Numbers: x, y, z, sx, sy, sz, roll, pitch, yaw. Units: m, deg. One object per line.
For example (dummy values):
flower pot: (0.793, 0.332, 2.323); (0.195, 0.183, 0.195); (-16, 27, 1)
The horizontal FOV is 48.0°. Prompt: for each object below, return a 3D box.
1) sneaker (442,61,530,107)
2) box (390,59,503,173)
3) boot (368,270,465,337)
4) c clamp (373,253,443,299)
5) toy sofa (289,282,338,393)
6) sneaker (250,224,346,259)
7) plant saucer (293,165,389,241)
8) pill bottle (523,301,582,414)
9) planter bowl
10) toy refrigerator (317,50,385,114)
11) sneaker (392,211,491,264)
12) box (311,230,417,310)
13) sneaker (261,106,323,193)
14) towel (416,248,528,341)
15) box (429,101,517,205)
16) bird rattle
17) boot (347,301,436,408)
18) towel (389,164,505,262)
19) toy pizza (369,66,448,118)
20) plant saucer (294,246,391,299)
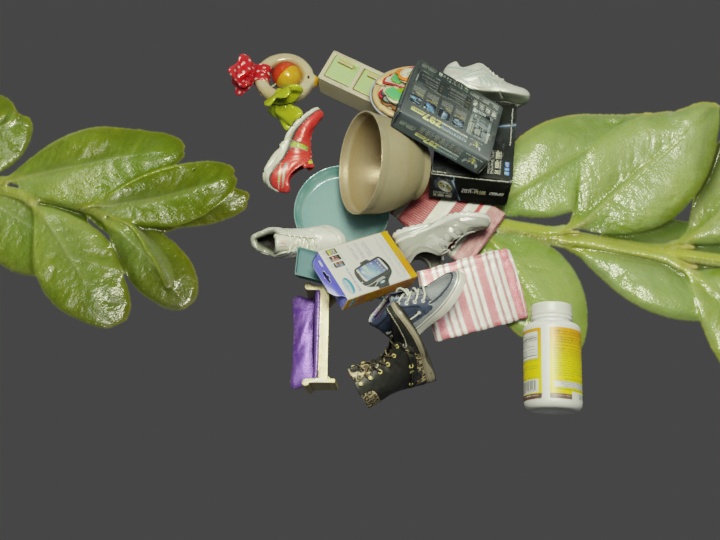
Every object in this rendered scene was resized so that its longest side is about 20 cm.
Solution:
sneaker: (0.269, -0.404, 1.737); (0.198, 0.071, 0.081); (14, 70, 7)
box: (0.170, -0.298, 1.564); (0.198, 0.051, 0.159); (26, 53, -9)
boot: (0.105, 0.059, 1.535); (0.090, 0.073, 0.200); (32, 116, -22)
c clamp: (0.091, 0.026, 1.627); (0.198, 0.027, 0.173); (7, 73, 4)
toy sofa: (-0.091, 0.132, 1.571); (0.096, 0.083, 0.202); (0, 72, 2)
sneaker: (-0.128, -0.050, 1.602); (0.198, 0.099, 0.079); (-2, 93, 18)
plant saucer: (-0.039, -0.121, 1.680); (0.198, 0.027, 0.202); (0, 72, 1)
pill bottle: (0.362, 0.165, 1.529); (0.108, 0.109, 0.202); (3, 72, 3)
planter bowl: (0.056, -0.205, 1.605); (0.133, 0.200, 0.203); (4, 70, -26)
toy refrigerator: (0.013, -0.390, 1.742); (0.199, 0.070, 0.076); (28, 75, 11)
sneaker: (0.168, -0.062, 1.618); (0.198, 0.075, 0.083); (-16, 81, 11)
box: (0.000, 0.000, 1.560); (0.199, 0.042, 0.120); (-18, 63, -33)
sneaker: (-0.128, -0.250, 1.710); (0.084, 0.077, 0.201); (32, 83, 0)
towel: (0.222, 0.048, 1.603); (0.198, 0.030, 0.148); (-14, 82, -5)
box: (0.232, -0.248, 1.663); (0.162, 0.086, 0.202); (8, 63, 5)
bird rattle: (-0.183, -0.408, 1.762); (0.163, 0.113, 0.200); (-37, 61, -21)
boot: (0.047, 0.164, 1.514); (0.149, 0.201, 0.073); (-26, 39, -1)
towel: (0.180, -0.114, 1.673); (0.199, 0.023, 0.144); (36, 79, 14)
toy pizza: (0.117, -0.365, 1.656); (0.198, 0.032, 0.202); (1, 49, -1)
plant saucer: (-0.033, 0.009, 1.574); (0.198, 0.019, 0.070); (16, 48, -15)
